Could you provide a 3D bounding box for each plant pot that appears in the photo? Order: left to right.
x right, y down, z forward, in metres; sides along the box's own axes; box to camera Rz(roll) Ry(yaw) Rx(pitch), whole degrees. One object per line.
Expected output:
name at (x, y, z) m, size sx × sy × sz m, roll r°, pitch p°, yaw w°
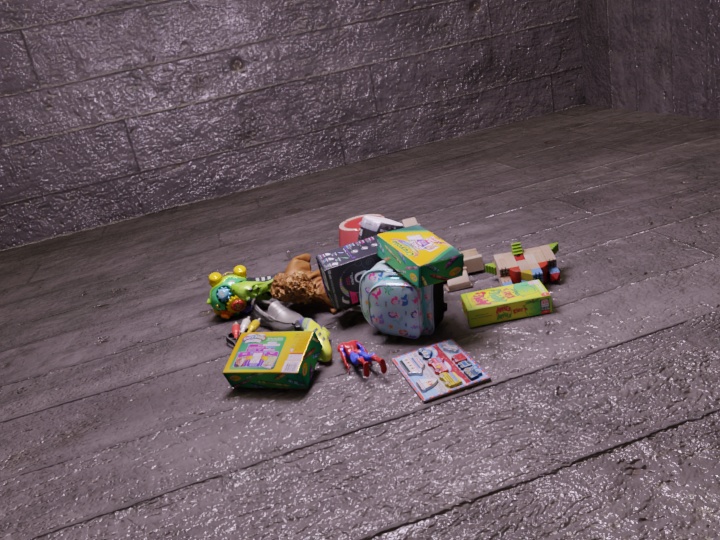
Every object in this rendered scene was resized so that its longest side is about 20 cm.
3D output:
plant pot at (0.021, -0.065, 1.934) m, size 0.199 × 0.178 × 0.201 m, roll -10°, pitch 20°, yaw 4°

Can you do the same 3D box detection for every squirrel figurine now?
squirrel figurine at (-0.140, 0.055, 1.778) m, size 0.186 × 0.142 × 0.200 m, roll 24°, pitch 20°, yaw 31°

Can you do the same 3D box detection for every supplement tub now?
supplement tub at (0.044, -0.044, 1.790) m, size 0.122 × 0.201 × 0.123 m, roll 13°, pitch 10°, yaw -2°

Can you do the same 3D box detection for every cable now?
cable at (-0.315, 0.180, 1.659) m, size 0.096 × 0.051 × 0.200 m, roll -12°, pitch 19°, yaw 3°

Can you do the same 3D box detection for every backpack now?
backpack at (0.093, 0.067, 1.547) m, size 0.199 × 0.179 × 0.150 m, roll 10°, pitch 27°, yaw 30°

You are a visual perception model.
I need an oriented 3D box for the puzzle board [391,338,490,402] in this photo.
puzzle board at (0.167, 0.207, 1.373) m, size 0.150 × 0.018 × 0.200 m, roll -16°, pitch 20°, yaw -11°

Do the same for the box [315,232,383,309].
box at (0.000, 0.000, 1.660) m, size 0.199 × 0.123 × 0.106 m, roll -19°, pitch 28°, yaw -10°

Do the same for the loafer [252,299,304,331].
loafer at (-0.227, 0.120, 1.739) m, size 0.199 × 0.070 × 0.070 m, roll 7°, pitch 28°, yaw 42°

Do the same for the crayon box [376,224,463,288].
crayon box at (0.135, -0.037, 1.485) m, size 0.118 × 0.059 × 0.200 m, roll -15°, pitch 30°, yaw -23°

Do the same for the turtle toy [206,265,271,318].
turtle toy at (-0.351, 0.070, 1.870) m, size 0.199 × 0.146 × 0.101 m, roll -17°, pitch 41°, yaw -22°

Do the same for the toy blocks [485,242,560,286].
toy blocks at (0.439, 0.002, 1.676) m, size 0.199 × 0.100 × 0.137 m, roll -11°, pitch 32°, yaw 4°

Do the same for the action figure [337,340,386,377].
action figure at (-0.007, 0.197, 1.451) m, size 0.065 × 0.052 × 0.200 m, roll -13°, pitch 15°, yaw -19°

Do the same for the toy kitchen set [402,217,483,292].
toy kitchen set at (0.237, -0.055, 1.783) m, size 0.199 × 0.181 × 0.163 m, roll -13°, pitch 22°, yaw 1°

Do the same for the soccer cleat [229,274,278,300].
soccer cleat at (-0.280, 0.041, 1.815) m, size 0.081 × 0.068 × 0.199 m, roll 23°, pitch 20°, yaw 33°

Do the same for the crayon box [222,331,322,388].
crayon box at (-0.199, 0.202, 1.456) m, size 0.199 × 0.058 × 0.119 m, roll -4°, pitch 43°, yaw 24°

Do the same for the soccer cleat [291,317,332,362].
soccer cleat at (-0.104, 0.164, 1.572) m, size 0.083 × 0.065 × 0.200 m, roll -8°, pitch 20°, yaw -24°

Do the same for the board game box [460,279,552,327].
board game box at (0.353, 0.079, 1.558) m, size 0.199 × 0.048 × 0.102 m, roll -11°, pitch 21°, yaw 3°

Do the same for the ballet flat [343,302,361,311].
ballet flat at (0.039, 0.074, 1.714) m, size 0.199 × 0.069 × 0.068 m, roll -5°, pitch 24°, yaw 17°
